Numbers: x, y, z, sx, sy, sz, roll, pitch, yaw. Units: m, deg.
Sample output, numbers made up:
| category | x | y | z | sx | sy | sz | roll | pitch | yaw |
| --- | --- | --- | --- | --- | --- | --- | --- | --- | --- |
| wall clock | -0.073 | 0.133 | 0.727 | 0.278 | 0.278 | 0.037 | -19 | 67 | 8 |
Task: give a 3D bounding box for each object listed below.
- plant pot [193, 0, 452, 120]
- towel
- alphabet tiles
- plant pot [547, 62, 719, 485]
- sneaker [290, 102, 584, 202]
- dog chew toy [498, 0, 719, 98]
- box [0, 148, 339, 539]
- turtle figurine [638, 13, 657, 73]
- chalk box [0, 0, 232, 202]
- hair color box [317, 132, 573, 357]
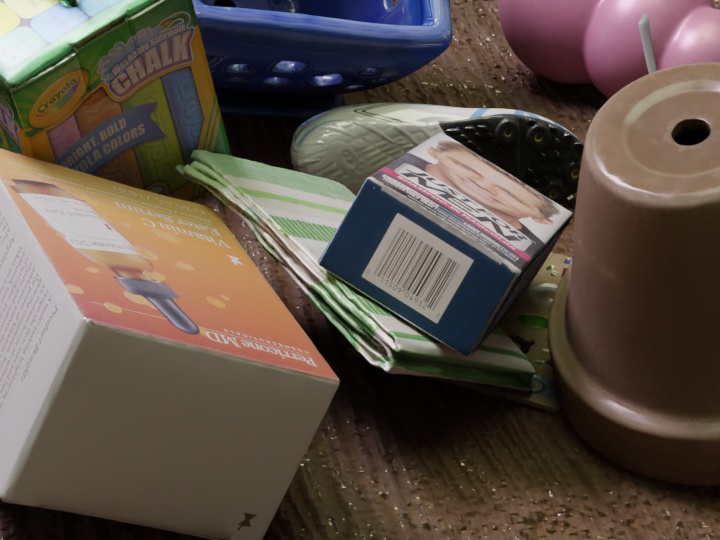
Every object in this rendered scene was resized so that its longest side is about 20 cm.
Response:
| category | x | y | z | sx | sy | sz | roll | pitch | yaw |
| --- | --- | --- | --- | --- | --- | --- | --- | --- | --- |
| plant pot | -0.074 | -0.208 | 1.546 | 0.199 | 0.180 | 0.201 | 2 | 68 | -27 |
| towel | 0.000 | 0.000 | 1.306 | 0.152 | 0.023 | 0.200 | 10 | 26 | -51 |
| alphabet tiles | 0.087 | 0.027 | 1.384 | 0.199 | 0.006 | 0.166 | 15 | 33 | 20 |
| plant pot | 0.188 | -0.013 | 1.240 | 0.199 | 0.175 | 0.201 | -10 | 43 | 10 |
| sneaker | 0.053 | -0.079 | 1.508 | 0.199 | 0.072 | 0.073 | 2 | 21 | -7 |
| dog chew toy | 0.197 | -0.173 | 1.640 | 0.200 | 0.125 | 0.124 | 32 | 40 | 28 |
| box | -0.128 | 0.038 | 1.197 | 0.152 | 0.107 | 0.200 | 15 | 20 | -33 |
| turtle figurine | 0.244 | -0.088 | 1.435 | 0.143 | 0.201 | 0.194 | -4 | 33 | 16 |
| chalk box | -0.168 | -0.122 | 1.296 | 0.124 | 0.200 | 0.124 | -34 | 50 | -19 |
| hair color box | 0.053 | -0.020 | 1.309 | 0.100 | 0.061 | 0.200 | 32 | 15 | 5 |
